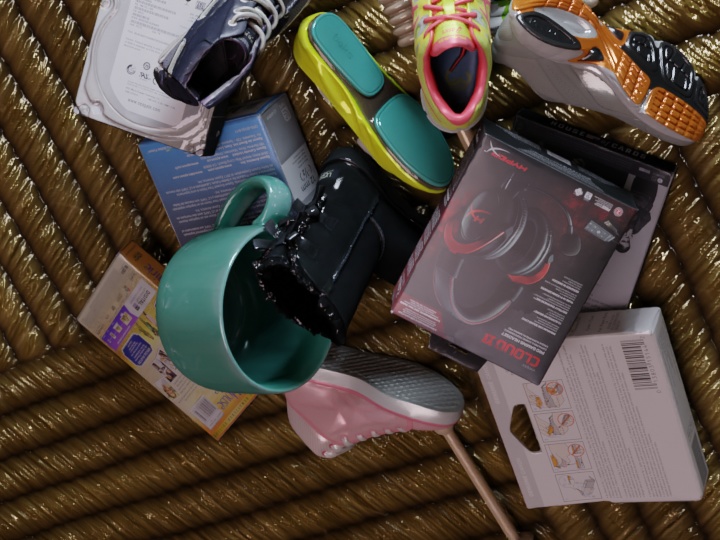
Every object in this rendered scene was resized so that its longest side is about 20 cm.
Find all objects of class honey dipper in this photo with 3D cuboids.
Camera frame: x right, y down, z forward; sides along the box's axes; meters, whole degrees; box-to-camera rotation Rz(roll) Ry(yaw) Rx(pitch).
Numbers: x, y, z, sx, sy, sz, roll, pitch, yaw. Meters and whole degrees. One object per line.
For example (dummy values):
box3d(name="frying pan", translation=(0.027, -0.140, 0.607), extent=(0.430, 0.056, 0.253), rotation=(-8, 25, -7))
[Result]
box3d(name="honey dipper", translation=(0.074, -0.156, 1.490), extent=(0.038, 0.038, 0.200), rotation=(-20, 101, 31))
box3d(name="honey dipper", translation=(0.129, 0.227, 1.692), extent=(0.038, 0.038, 0.200), rotation=(-25, 102, 33))

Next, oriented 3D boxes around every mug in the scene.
box3d(name="mug", translation=(-0.107, 0.024, 1.559), extent=(0.114, 0.185, 0.152), rotation=(-3, 136, 42))

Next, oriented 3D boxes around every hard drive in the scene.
box3d(name="hard drive", translation=(-0.174, -0.219, 1.548), extent=(0.139, 0.038, 0.200), rotation=(20, 100, 14))

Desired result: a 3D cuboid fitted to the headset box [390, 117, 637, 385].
box3d(name="headset box", translation=(0.126, -0.008, 1.466), extent=(0.148, 0.075, 0.200), rotation=(27, 106, -4))

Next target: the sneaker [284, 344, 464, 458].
box3d(name="sneaker", translation=(0.010, 0.142, 1.676), extent=(0.200, 0.075, 0.105), rotation=(15, 117, 25))

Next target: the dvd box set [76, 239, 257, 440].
box3d(name="dvd box set", translation=(-0.190, 0.074, 1.738), extent=(0.200, 0.029, 0.146), rotation=(40, 140, 0))

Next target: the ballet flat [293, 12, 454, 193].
box3d(name="ballet flat", translation=(0.009, -0.147, 1.538), extent=(0.200, 0.067, 0.067), rotation=(51, 146, -4))

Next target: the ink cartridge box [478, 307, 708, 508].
box3d(name="ink cartridge box", translation=(0.216, 0.132, 1.577), extent=(0.176, 0.045, 0.200), rotation=(-6, 122, 26))

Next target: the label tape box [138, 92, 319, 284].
box3d(name="label tape box", translation=(-0.108, -0.058, 1.631), extent=(0.143, 0.066, 0.200), rotation=(-10, 114, 29))

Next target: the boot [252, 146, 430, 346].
box3d(name="boot", translation=(0.001, 0.000, 1.533), extent=(0.073, 0.163, 0.198), rotation=(-21, 120, 44))

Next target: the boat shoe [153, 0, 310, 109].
box3d(name="boat shoe", translation=(-0.092, -0.218, 1.467), extent=(0.075, 0.093, 0.200), rotation=(41, 91, -24))

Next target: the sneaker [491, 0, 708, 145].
box3d(name="sneaker", translation=(0.202, -0.165, 1.439), extent=(0.200, 0.076, 0.092), rotation=(33, 152, -5))

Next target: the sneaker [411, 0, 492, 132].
box3d(name="sneaker", translation=(0.078, -0.210, 1.407), extent=(0.078, 0.090, 0.201), rotation=(-9, 102, 4))

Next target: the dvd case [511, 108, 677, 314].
box3d(name="dvd case", translation=(0.187, -0.032, 1.533), extent=(0.150, 0.025, 0.200), rotation=(22, 124, 12))

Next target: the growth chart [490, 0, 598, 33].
box3d(name="growth chart", translation=(0.101, -0.293, 1.438), extent=(0.144, 0.018, 0.200), rotation=(-18, 107, 32))
